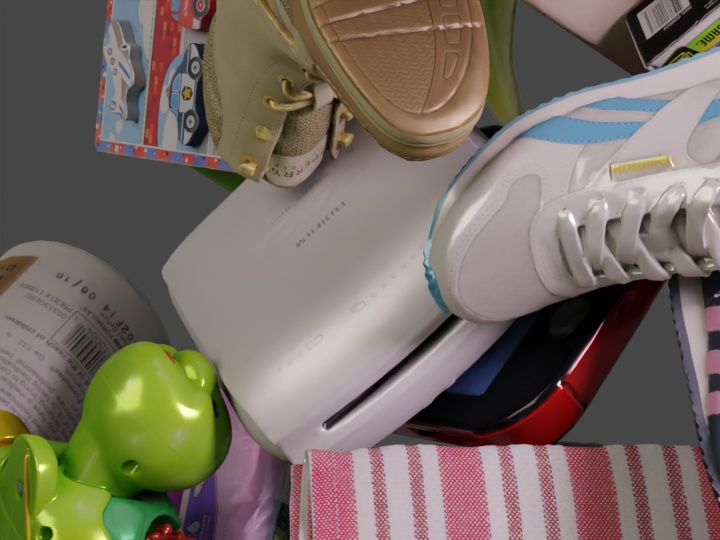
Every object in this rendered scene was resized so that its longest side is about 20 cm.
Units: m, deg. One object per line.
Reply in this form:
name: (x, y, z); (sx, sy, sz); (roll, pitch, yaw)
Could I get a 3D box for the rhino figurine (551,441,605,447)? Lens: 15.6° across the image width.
rhino figurine: (0.076, 0.157, 1.093); (0.087, 0.060, 0.200); (-26, 45, 36)

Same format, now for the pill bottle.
pill bottle: (-0.190, 0.085, 1.308); (0.114, 0.114, 0.200); (-13, 27, 44)

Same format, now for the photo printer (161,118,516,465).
photo printer: (0.000, 0.000, 1.183); (0.166, 0.069, 0.200); (-42, 25, 3)

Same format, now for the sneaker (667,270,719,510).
sneaker: (0.176, 0.054, 1.043); (0.082, 0.070, 0.200); (-19, 51, 15)

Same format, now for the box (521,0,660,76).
box: (0.118, -0.164, 1.146); (0.109, 0.200, 0.128); (-46, 40, 18)

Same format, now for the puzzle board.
puzzle board: (-0.079, -0.152, 1.312); (0.151, 0.017, 0.200); (10, 97, 47)

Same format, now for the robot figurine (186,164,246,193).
robot figurine: (-0.046, -0.131, 1.382); (0.200, 0.116, 0.176); (21, 77, 53)

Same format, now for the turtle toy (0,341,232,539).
turtle toy: (-0.116, 0.122, 1.163); (0.146, 0.101, 0.200); (51, 134, 49)

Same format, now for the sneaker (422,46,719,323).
sneaker: (0.120, -0.031, 1.056); (0.200, 0.077, 0.081); (-26, 36, -1)

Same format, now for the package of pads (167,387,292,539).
package of pads: (-0.073, 0.158, 1.253); (0.120, 0.076, 0.200); (-15, 56, 40)

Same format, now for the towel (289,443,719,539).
towel: (0.072, 0.136, 1.049); (0.030, 0.200, 0.147); (95, 173, -54)

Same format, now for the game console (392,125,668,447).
game console: (0.066, 0.002, 1.193); (0.200, 0.031, 0.177); (6, 59, 57)

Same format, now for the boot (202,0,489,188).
boot: (-0.013, -0.085, 1.126); (0.200, 0.073, 0.156); (58, 151, 34)

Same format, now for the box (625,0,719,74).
box: (0.220, -0.131, 1.084); (0.200, 0.110, 0.035); (-40, 41, 25)
